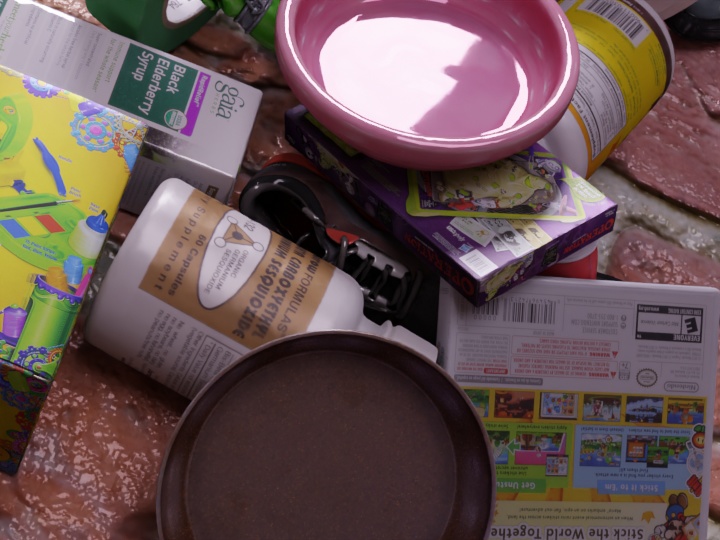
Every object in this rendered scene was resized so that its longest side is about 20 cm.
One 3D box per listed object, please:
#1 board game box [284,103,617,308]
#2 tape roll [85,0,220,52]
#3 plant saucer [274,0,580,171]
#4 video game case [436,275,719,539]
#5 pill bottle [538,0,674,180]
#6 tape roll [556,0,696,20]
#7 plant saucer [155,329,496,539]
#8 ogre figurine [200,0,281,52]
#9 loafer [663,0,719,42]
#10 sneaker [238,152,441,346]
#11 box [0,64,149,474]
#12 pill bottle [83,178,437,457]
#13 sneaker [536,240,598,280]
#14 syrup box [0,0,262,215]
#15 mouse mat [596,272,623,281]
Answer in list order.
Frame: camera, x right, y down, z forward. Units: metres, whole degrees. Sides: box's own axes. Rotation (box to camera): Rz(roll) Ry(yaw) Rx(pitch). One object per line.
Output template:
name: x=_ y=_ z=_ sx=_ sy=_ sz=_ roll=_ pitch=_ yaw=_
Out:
board game box: x=0.055 y=-0.065 z=1.092 sx=0.119 sy=0.032 sz=0.200 roll=-30 pitch=52 yaw=-24
tape roll: x=-0.104 y=-0.237 z=1.140 sx=0.048 sy=0.201 sz=0.201 roll=38 pitch=52 yaw=4
plant saucer: x=0.042 y=-0.136 z=1.096 sx=0.198 sy=0.051 sz=0.202 roll=5 pitch=50 yaw=-5
video game case: x=0.139 y=0.097 z=1.085 sx=0.198 sy=0.023 sz=0.184 roll=4 pitch=89 yaw=-22
pill bottle: x=0.140 y=-0.118 z=1.226 sx=0.109 sy=0.109 sz=0.200 roll=41 pitch=53 yaw=6
tape roll: x=0.197 y=-0.262 z=1.286 sx=0.201 sy=0.203 sz=0.071 roll=-3 pitch=60 yaw=-25
plant saucer: x=-0.021 y=0.129 z=0.980 sx=0.198 sy=0.034 sz=0.203 roll=-2 pitch=103 yaw=-11
ogre figurine: x=-0.029 y=-0.186 z=1.205 sx=0.120 sy=0.098 sz=0.200 roll=46 pitch=9 yaw=1
loafer: x=0.328 y=-0.247 z=1.416 sx=0.200 sy=0.071 sz=0.068 roll=-26 pitch=71 yaw=-34
sneaker: x=0.000 y=0.000 z=1.096 sx=0.199 sy=0.078 sz=0.082 roll=32 pitch=22 yaw=12
box: x=-0.253 y=-0.020 z=0.983 sx=0.198 sy=0.122 sz=0.194 roll=22 pitch=53 yaw=-8
pill bottle: x=-0.059 y=0.039 z=1.035 sx=0.199 sy=0.115 sz=0.115 roll=29 pitch=52 yaw=-4
sneaker: x=0.073 y=-0.014 z=1.159 sx=0.199 sy=0.113 sz=0.071 roll=21 pitch=49 yaw=31
syrup box: x=-0.171 y=-0.103 z=1.099 sx=0.198 sy=0.082 sz=0.079 roll=20 pitch=54 yaw=-8
mouse mat: x=0.118 y=0.069 z=1.161 sx=0.159 sy=0.008 sz=0.202 roll=16 pitch=55 yaw=-13
